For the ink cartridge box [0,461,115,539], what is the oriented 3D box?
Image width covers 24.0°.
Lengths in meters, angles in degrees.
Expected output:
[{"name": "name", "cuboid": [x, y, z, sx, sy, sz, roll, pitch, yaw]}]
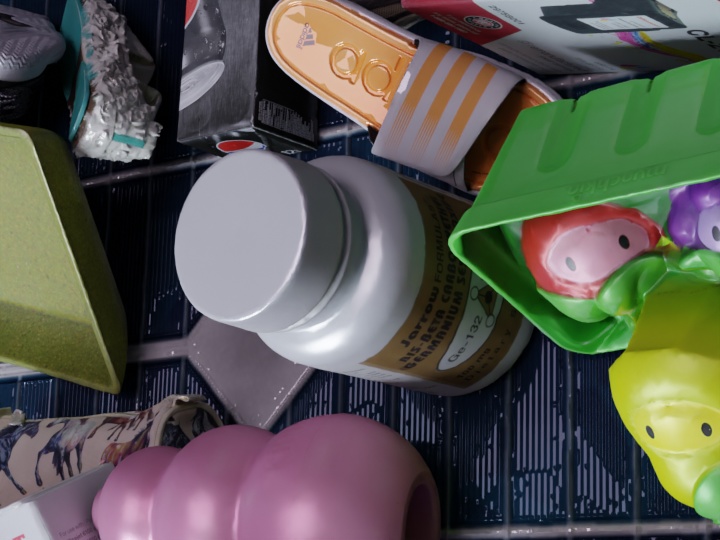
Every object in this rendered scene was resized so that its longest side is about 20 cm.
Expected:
[{"name": "ink cartridge box", "cuboid": [-0.181, 0.237, 1.031, 0.145, 0.084, 0.200, -27, 88, 32]}]

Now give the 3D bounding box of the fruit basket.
[{"name": "fruit basket", "cuboid": [0.160, 0.013, 0.833, 0.216, 0.155, 0.216, -23, 48, 28]}]

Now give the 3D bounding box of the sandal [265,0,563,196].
[{"name": "sandal", "cuboid": [0.021, -0.100, 0.982, 0.207, 0.059, 0.079, 27, 109, 20]}]

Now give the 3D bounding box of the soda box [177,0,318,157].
[{"name": "soda box", "cuboid": [-0.069, -0.175, 1.105, 0.071, 0.063, 0.200, -8, 74, 37]}]

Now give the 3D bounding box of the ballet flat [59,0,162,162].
[{"name": "ballet flat", "cuboid": [-0.171, -0.129, 1.166, 0.072, 0.072, 0.200, -47, 30, 20]}]

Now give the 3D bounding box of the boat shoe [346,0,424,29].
[{"name": "boat shoe", "cuboid": [0.034, -0.193, 1.019, 0.200, 0.073, 0.075, -30, 62, 30]}]

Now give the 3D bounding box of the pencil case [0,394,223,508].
[{"name": "pencil case", "cuboid": [-0.173, 0.126, 1.100, 0.200, 0.078, 0.090, -10, 95, 37]}]

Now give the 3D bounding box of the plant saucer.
[{"name": "plant saucer", "cuboid": [-0.242, -0.026, 1.163, 0.200, 0.048, 0.200, 11, 128, 40]}]

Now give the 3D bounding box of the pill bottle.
[{"name": "pill bottle", "cuboid": [0.000, 0.000, 0.916, 0.114, 0.200, 0.114, -10, 73, 36]}]

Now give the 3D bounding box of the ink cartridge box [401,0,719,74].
[{"name": "ink cartridge box", "cuboid": [0.145, -0.160, 0.876, 0.200, 0.146, 0.083, 3, 82, 39]}]

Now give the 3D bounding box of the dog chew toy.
[{"name": "dog chew toy", "cuboid": [-0.059, 0.140, 0.958, 0.200, 0.125, 0.125, 1, 79, 21]}]

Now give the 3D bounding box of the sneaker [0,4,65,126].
[{"name": "sneaker", "cuboid": [-0.258, -0.124, 1.205, 0.200, 0.075, 0.114, -125, 49, -72]}]
